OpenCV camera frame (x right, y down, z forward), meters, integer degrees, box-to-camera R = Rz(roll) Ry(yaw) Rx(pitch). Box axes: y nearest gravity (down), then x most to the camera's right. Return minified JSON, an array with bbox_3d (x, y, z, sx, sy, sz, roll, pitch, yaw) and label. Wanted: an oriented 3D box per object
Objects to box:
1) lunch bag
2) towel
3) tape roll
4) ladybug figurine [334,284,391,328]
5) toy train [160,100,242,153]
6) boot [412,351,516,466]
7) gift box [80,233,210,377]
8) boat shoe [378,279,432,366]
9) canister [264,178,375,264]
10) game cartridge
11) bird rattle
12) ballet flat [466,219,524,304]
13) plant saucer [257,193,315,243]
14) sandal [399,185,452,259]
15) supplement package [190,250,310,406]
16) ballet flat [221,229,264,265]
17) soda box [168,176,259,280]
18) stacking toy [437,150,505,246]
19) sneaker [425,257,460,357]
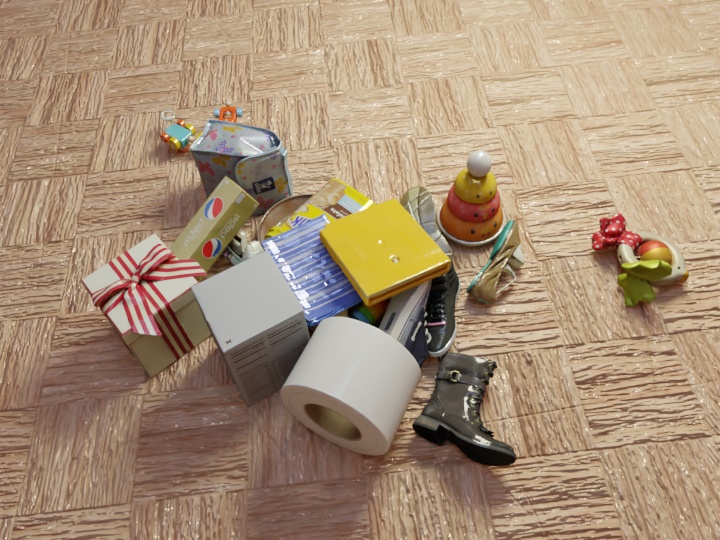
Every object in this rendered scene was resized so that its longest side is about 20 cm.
[{"bbox_3d":[-0.248,-0.219,1.463,0.197,0.171,0.128,11,53,12],"label":"lunch bag"},{"bbox_3d":[-0.080,-0.004,1.240,0.144,0.024,0.201,-25,66,-18],"label":"towel"},{"bbox_3d":[-0.015,0.194,1.120,0.200,0.204,0.140,19,57,18],"label":"tape roll"},{"bbox_3d":[0.012,0.082,1.267,0.199,0.072,0.136,-39,87,-26],"label":"ladybug figurine"},{"bbox_3d":[-0.385,-0.342,1.640,0.197,0.056,0.152,-5,52,-3],"label":"toy train"},{"bbox_3d":[0.196,0.226,1.158,0.198,0.070,0.175,18,57,25],"label":"boot"},{"bbox_3d":[-0.378,0.063,1.255,0.199,0.188,0.184,36,64,28],"label":"gift box"},{"bbox_3d":[0.095,0.096,1.224,0.201,0.092,0.074,-60,25,-14],"label":"boat shoe"},{"bbox_3d":[-0.073,-0.081,1.356,0.148,0.087,0.200,33,61,23],"label":"canister"},{"bbox_3d":[0.040,-0.039,1.228,0.175,0.033,0.201,-22,48,-18],"label":"game cartridge"},{"bbox_3d":[0.551,-0.025,1.327,0.161,0.114,0.201,1,40,-9],"label":"bird rattle"},{"bbox_3d":[0.283,-0.011,1.340,0.072,0.068,0.201,34,61,3],"label":"ballet flat"},{"bbox_3d":[-0.118,-0.078,1.432,0.197,0.037,0.202,-2,54,3],"label":"plant saucer"},{"bbox_3d":[0.135,-0.083,1.411,0.079,0.054,0.202,-19,69,-3],"label":"sandal"},{"bbox_3d":[-0.184,0.106,1.199,0.149,0.201,0.152,-26,56,-14],"label":"supplement package"},{"bbox_3d":[-0.242,-0.041,1.388,0.199,0.072,0.069,35,30,28],"label":"ballet flat"},{"bbox_3d":[-0.300,-0.085,1.366,0.068,0.064,0.201,38,89,36],"label":"soda box"},{"bbox_3d":[0.229,-0.161,1.363,0.144,0.201,0.148,-2,53,3],"label":"stacking toy"},{"bbox_3d":[0.141,0.059,1.261,0.070,0.100,0.202,-5,47,25],"label":"sneaker"}]
